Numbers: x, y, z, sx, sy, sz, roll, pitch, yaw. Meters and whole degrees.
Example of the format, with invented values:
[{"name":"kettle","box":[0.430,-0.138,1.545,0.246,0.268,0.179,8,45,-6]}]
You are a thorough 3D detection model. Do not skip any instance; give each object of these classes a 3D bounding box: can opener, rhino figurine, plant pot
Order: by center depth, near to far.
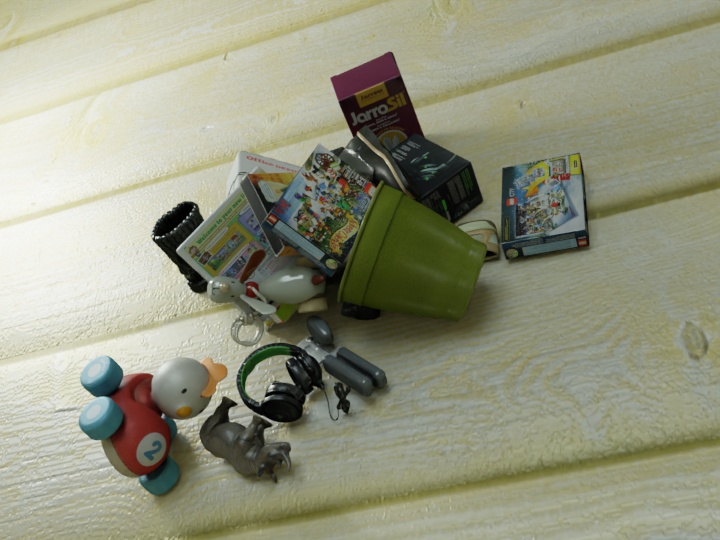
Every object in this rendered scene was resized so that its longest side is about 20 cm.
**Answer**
[{"name":"rhino figurine","box":[-0.169,0.260,1.473,0.200,0.060,0.088,22,77,42]},{"name":"plant pot","box":[0.088,-0.013,1.526,0.192,0.201,0.201,20,50,3]},{"name":"can opener","box":[-0.036,0.135,1.540,0.053,0.067,0.200,-29,36,-25]}]

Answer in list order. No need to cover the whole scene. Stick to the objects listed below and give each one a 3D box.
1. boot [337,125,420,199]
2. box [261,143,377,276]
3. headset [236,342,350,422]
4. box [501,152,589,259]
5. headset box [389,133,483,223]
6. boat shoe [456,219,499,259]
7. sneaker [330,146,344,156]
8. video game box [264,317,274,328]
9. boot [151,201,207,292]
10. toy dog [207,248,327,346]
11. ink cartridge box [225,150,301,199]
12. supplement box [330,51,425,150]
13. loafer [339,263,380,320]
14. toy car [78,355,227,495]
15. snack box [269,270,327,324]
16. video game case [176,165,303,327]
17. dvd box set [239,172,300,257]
[{"name":"boot","box":[0.009,-0.148,1.697,0.138,0.077,0.200,-41,40,6]},{"name":"box","box":[-0.057,-0.101,1.569,0.038,0.136,0.200,-47,10,44]},{"name":"headset","box":[-0.103,0.172,1.510,0.199,0.094,0.124,20,56,25]},{"name":"box","box":[0.307,-0.110,1.640,0.136,0.038,0.200,-10,41,19]},{"name":"headset box","box":[0.095,-0.142,1.757,0.200,0.093,0.174,-37,40,-15]},{"name":"boat shoe","box":[0.133,-0.028,1.634,0.199,0.072,0.076,-15,51,12]},{"name":"sneaker","box":[-0.060,-0.180,1.909,0.073,0.082,0.200,-22,19,19]},{"name":"video game box","box":[-0.153,-0.031,1.705,0.200,0.182,0.047,-43,5,-20]},{"name":"boot","box":[-0.289,-0.080,1.840,0.079,0.158,0.211,4,48,34]},{"name":"toy dog","box":[-0.131,0.026,1.548,0.199,0.132,0.096,-25,-2,-19]},{"name":"ink cartridge box","box":[-0.174,-0.122,1.835,0.145,0.084,0.200,15,36,-17]},{"name":"supplement box","box":[0.041,-0.291,1.868,0.130,0.200,0.103,-22,39,5]},{"name":"loafer","box":[0.000,0.000,1.664,0.070,0.068,0.201,0,46,4]},{"name":"toy car","box":[-0.291,0.203,1.486,0.199,0.185,0.177,-28,38,8]},{"name":"snack box","box":[-0.121,-0.030,1.663,0.200,0.142,0.053,-49,10,-19]},{"name":"video game case","box":[-0.169,-0.040,1.609,0.200,0.182,0.022,-49,7,-17]},{"name":"dvd box set","box":[-0.087,-0.096,1.606,0.029,0.200,0.147,-44,65,39]}]
